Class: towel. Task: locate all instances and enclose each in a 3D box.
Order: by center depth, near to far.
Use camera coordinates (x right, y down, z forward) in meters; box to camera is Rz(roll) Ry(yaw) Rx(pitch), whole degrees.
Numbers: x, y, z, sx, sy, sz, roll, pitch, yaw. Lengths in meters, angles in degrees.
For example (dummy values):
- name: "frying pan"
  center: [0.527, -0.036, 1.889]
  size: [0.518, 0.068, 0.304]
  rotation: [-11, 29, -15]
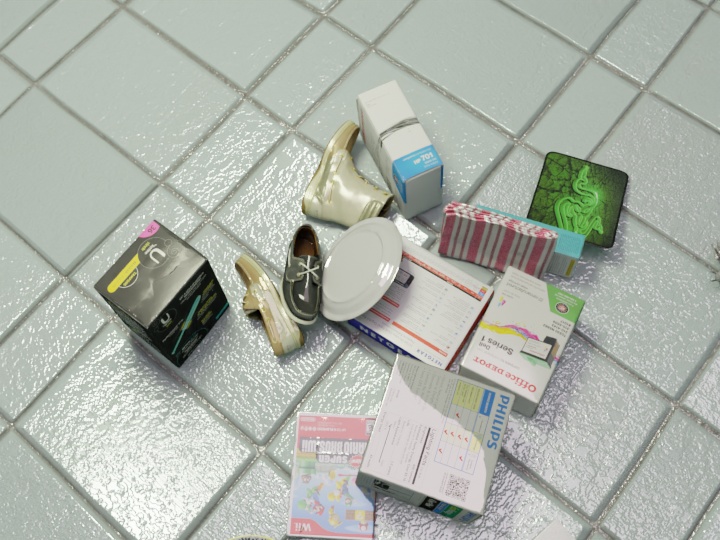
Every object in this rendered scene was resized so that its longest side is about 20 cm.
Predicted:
- name: "towel"
  center: [0.232, -0.044, 1.472]
  size: [0.198, 0.147, 0.030]
  rotation: [17, 61, 10]

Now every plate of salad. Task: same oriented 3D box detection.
- name: "plate of salad"
  center: [0.000, 0.000, 1.477]
  size: [0.199, 0.048, 0.202]
  rotation: [-27, 46, 32]

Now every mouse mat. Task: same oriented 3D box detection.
- name: "mouse mat"
  center: [0.397, -0.133, 1.552]
  size: [0.159, 0.008, 0.201]
  rotation: [17, 55, 10]

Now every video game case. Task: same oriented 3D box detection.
- name: "video game case"
  center: [-0.043, 0.334, 1.394]
  size: [0.141, 0.017, 0.203]
  rotation: [2, 67, 4]

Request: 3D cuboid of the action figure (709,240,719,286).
- name: "action figure"
  center: [0.698, -0.020, 1.481]
  size: [0.198, 0.069, 0.131]
  rotation: [-24, 74, -3]

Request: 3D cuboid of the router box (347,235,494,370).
- name: "router box"
  center: [0.104, 0.062, 1.487]
  size: [0.199, 0.049, 0.180]
  rotation: [31, 72, 15]

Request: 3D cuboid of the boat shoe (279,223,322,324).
- name: "boat shoe"
  center: [-0.099, 0.005, 1.480]
  size: [0.071, 0.068, 0.202]
  rotation: [11, 46, -14]

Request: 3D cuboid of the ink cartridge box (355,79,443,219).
- name: "ink cartridge box"
  center: [0.072, -0.219, 1.558]
  size: [0.085, 0.147, 0.202]
  rotation: [-23, 67, -5]

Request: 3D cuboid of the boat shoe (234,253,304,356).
- name: "boat shoe"
  center: [-0.173, 0.060, 1.491]
  size: [0.066, 0.074, 0.201]
  rotation: [-30, 68, -16]

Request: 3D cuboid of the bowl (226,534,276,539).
- name: "bowl"
  center: [-0.163, 0.509, 1.283]
  size: [0.198, 0.094, 0.203]
  rotation: [-1, 67, 2]

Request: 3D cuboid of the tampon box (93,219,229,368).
- name: "tampon box"
  center: [-0.329, 0.042, 1.438]
  size: [0.126, 0.201, 0.150]
  rotation: [33, 71, 16]

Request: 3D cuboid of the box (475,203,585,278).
- name: "box"
  center: [0.289, -0.051, 1.508]
  size: [0.198, 0.083, 0.050]
  rotation: [18, 66, 10]

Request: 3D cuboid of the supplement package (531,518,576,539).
- name: "supplement package"
  center: [0.264, 0.474, 1.214]
  size: [0.151, 0.201, 0.151]
  rotation: [-37, 69, -13]

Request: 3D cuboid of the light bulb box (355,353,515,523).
- name: "light bulb box"
  center: [0.115, 0.268, 1.346]
  size: [0.198, 0.125, 0.200]
  rotation: [19, 68, 4]

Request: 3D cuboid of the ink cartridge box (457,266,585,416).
- name: "ink cartridge box"
  center: [0.269, 0.119, 1.433]
  size: [0.143, 0.084, 0.201]
  rotation: [25, 71, 14]

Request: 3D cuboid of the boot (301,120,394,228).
- name: "boot"
  center: [-0.004, -0.169, 1.581]
  size: [0.153, 0.072, 0.202]
  rotation: [22, 76, 13]
